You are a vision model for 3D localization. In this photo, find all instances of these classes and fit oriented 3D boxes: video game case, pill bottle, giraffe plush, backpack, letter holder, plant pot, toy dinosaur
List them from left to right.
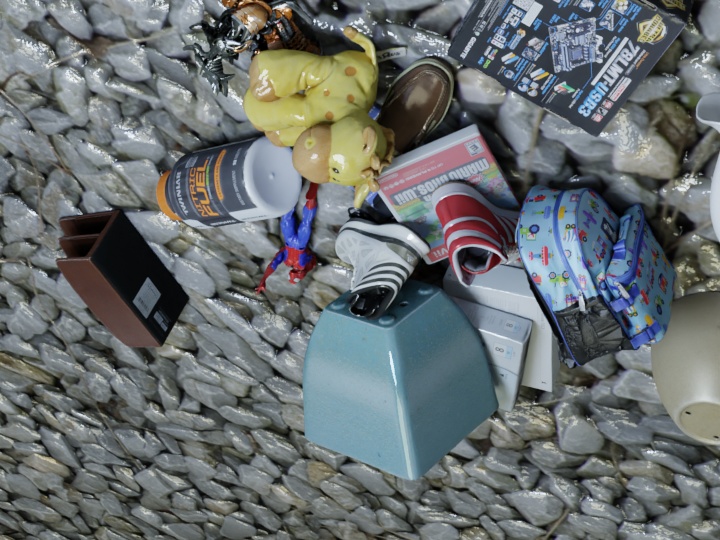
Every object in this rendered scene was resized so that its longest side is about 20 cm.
[{"bbox_3d":[-0.384,0.017,2.111,0.142,0.101,0.200,-3,135,34],"label":"letter holder"},{"bbox_3d":[-0.181,-0.111,1.832,0.200,0.106,0.106,-7,134,42],"label":"pill bottle"},{"bbox_3d":[-0.132,-0.289,1.634,0.136,0.102,0.200,-36,96,33],"label":"toy dinosaur"},{"bbox_3d":[-0.028,-0.161,1.595,0.199,0.163,0.173,-19,151,15],"label":"giraffe plush"},{"bbox_3d":[0.043,0.118,1.825,0.196,0.196,0.201,16,127,38],"label":"plant pot"},{"bbox_3d":[0.110,-0.089,1.700,0.143,0.017,0.200,-22,142,12],"label":"video game case"},{"bbox_3d":[0.275,-0.014,1.664,0.134,0.183,0.200,-18,115,32],"label":"backpack"},{"bbox_3d":[0.462,0.144,1.779,0.200,0.135,0.201,14,142,11],"label":"plant pot"}]

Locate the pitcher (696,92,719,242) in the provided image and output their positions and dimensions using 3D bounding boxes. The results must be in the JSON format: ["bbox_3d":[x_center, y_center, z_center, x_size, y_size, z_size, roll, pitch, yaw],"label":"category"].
[{"bbox_3d":[0.462,-0.104,1.507,0.171,0.121,0.200,-9,123,15],"label":"pitcher"}]

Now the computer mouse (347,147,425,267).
[{"bbox_3d":[0.078,-0.067,1.767,0.140,0.046,0.200,33,139,-15],"label":"computer mouse"}]

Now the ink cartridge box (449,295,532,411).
[{"bbox_3d":[0.128,0.104,1.901,0.199,0.047,0.160,16,142,12],"label":"ink cartridge box"}]

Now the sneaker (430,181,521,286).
[{"bbox_3d":[0.169,-0.024,1.691,0.200,0.113,0.071,23,132,-38],"label":"sneaker"}]

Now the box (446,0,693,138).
[{"bbox_3d":[0.220,-0.259,1.490,0.198,0.050,0.200,26,143,-5],"label":"box"}]

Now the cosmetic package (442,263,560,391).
[{"bbox_3d":[0.197,0.075,1.906,0.150,0.052,0.200,14,142,19],"label":"cosmetic package"}]

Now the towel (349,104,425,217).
[{"bbox_3d":[-0.001,-0.155,1.758,0.200,0.024,0.145,36,141,-15],"label":"towel"}]

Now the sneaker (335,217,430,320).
[{"bbox_3d":[0.000,0.000,1.762,0.076,0.116,0.200,39,164,-21],"label":"sneaker"}]

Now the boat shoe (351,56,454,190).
[{"bbox_3d":[0.047,-0.164,1.660,0.075,0.075,0.202,28,134,-7],"label":"boat shoe"}]

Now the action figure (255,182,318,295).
[{"bbox_3d":[-0.098,-0.029,1.906,0.065,0.099,0.200,17,145,10],"label":"action figure"}]
